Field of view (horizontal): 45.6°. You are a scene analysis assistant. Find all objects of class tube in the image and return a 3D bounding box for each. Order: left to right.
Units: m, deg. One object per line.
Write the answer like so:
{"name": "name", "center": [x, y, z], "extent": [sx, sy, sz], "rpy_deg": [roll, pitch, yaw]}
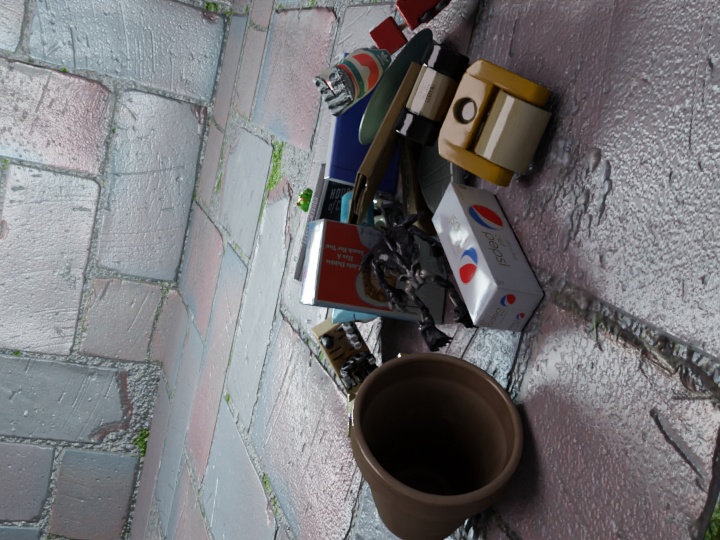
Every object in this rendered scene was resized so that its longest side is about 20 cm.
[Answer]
{"name": "tube", "center": [-0.006, -0.020, 1.286], "extent": [0.076, 0.050, 0.204], "rpy_deg": [-13, 61, 27]}

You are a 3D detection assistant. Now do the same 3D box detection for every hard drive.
{"name": "hard drive", "center": [0.012, -0.238, 1.404], "extent": [0.025, 0.130, 0.205], "rpy_deg": [-1, 80, 57]}

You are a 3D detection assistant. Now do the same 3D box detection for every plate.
{"name": "plate", "center": [0.063, -0.275, 1.318], "extent": [0.202, 0.025, 0.201], "rpy_deg": [-54, -9, -12]}

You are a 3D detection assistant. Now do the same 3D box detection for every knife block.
{"name": "knife block", "center": [-0.033, 0.103, 1.326], "extent": [0.201, 0.063, 0.177], "rpy_deg": [56, 172, 40]}

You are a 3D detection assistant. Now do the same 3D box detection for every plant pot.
{"name": "plant pot", "center": [0.082, 0.230, 1.011], "extent": [0.203, 0.195, 0.177], "rpy_deg": [-104, 13, -44]}

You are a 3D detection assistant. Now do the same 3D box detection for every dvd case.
{"name": "dvd case", "center": [-0.044, -0.085, 1.486], "extent": [0.024, 0.149, 0.204], "rpy_deg": [25, 109, 29]}

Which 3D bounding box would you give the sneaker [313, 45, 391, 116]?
{"name": "sneaker", "center": [-0.007, -0.288, 1.283], "extent": [0.071, 0.092, 0.200], "rpy_deg": [60, 170, -10]}

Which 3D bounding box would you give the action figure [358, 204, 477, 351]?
{"name": "action figure", "center": [0.074, 0.009, 1.126], "extent": [0.118, 0.102, 0.202], "rpy_deg": [-37, 61, 8]}

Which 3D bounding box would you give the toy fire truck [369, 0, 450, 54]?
{"name": "toy fire truck", "center": [0.101, -0.395, 1.259], "extent": [0.198, 0.049, 0.141], "rpy_deg": [-36, 6, 9]}

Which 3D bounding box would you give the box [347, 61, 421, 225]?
{"name": "box", "center": [0.035, -0.177, 1.245], "extent": [0.164, 0.021, 0.203], "rpy_deg": [104, -171, -66]}

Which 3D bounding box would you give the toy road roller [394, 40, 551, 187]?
{"name": "toy road roller", "center": [0.154, -0.198, 1.085], "extent": [0.198, 0.145, 0.125], "rpy_deg": [32, 109, 27]}

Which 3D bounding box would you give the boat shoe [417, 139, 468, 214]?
{"name": "boat shoe", "center": [0.123, -0.172, 1.210], "extent": [0.074, 0.064, 0.207], "rpy_deg": [-31, 57, 47]}

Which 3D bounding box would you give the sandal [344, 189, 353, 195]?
{"name": "sandal", "center": [-0.024, -0.044, 1.463], "extent": [0.081, 0.053, 0.204], "rpy_deg": [-89, -3, -56]}

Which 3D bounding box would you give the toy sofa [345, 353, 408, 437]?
{"name": "toy sofa", "center": [0.051, 0.197, 1.197], "extent": [0.200, 0.081, 0.100], "rpy_deg": [134, 141, -55]}

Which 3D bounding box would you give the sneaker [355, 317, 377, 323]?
{"name": "sneaker", "center": [0.000, 0.000, 1.338], "extent": [0.149, 0.079, 0.200], "rpy_deg": [65, 161, -1]}

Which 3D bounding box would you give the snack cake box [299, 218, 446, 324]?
{"name": "snack cake box", "center": [0.021, 0.004, 1.193], "extent": [0.067, 0.196, 0.118], "rpy_deg": [177, 102, -68]}

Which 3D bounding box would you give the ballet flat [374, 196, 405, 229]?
{"name": "ballet flat", "center": [0.031, -0.080, 1.363], "extent": [0.200, 0.071, 0.074], "rpy_deg": [-158, 78, -67]}

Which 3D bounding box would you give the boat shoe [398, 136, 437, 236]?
{"name": "boat shoe", "center": [0.086, -0.145, 1.260], "extent": [0.062, 0.072, 0.205], "rpy_deg": [-29, 55, 60]}

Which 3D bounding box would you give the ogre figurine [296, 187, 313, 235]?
{"name": "ogre figurine", "center": [-0.053, -0.128, 1.561], "extent": [0.199, 0.098, 0.121], "rpy_deg": [-30, 19, 48]}

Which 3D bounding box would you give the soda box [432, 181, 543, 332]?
{"name": "soda box", "center": [0.151, -0.020, 1.052], "extent": [0.202, 0.067, 0.064], "rpy_deg": [-106, 33, -46]}
